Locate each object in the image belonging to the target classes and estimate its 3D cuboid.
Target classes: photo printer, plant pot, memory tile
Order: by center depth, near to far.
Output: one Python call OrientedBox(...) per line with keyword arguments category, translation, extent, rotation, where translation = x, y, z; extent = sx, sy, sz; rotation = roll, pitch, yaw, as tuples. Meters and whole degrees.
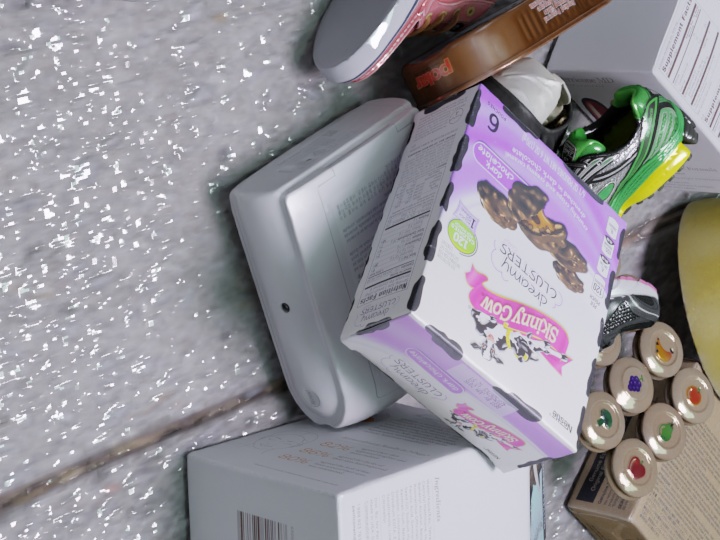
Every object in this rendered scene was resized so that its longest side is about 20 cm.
OrientedBox(category="photo printer", translation=(0.000, 0.000, 1.210), extent=(0.166, 0.069, 0.202), rotation=(-37, 121, -39))
OrientedBox(category="memory tile", translation=(0.215, 0.078, 1.435), extent=(0.153, 0.017, 0.201), rotation=(-42, 99, -34))
OrientedBox(category="plant pot", translation=(0.392, 0.018, 1.537), extent=(0.200, 0.141, 0.202), rotation=(31, 52, -50))

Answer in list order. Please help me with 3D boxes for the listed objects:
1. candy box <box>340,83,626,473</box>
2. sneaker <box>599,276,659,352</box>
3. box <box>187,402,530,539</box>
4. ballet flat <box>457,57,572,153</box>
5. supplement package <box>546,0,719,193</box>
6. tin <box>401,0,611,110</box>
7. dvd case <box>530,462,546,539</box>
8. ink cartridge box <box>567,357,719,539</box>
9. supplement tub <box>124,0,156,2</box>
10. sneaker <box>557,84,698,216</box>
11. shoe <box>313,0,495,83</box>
OrientedBox(category="candy box", translation=(0.090, 0.006, 1.153), extent=(0.167, 0.071, 0.201), rotation=(40, 50, -27))
OrientedBox(category="sneaker", translation=(0.152, 0.063, 1.347), extent=(0.198, 0.080, 0.087), rotation=(-11, 80, -22))
OrientedBox(category="box", translation=(0.002, 0.169, 1.180), extent=(0.199, 0.151, 0.108), rotation=(-11, 103, -45))
OrientedBox(category="ballet flat", translation=(0.121, -0.126, 1.286), extent=(0.069, 0.068, 0.200), rotation=(-50, 168, 11))
OrientedBox(category="supplement package", translation=(0.266, -0.163, 1.442), extent=(0.200, 0.113, 0.110), rotation=(38, 68, -42))
OrientedBox(category="tin", translation=(0.109, -0.177, 1.270), extent=(0.200, 0.112, 0.042), rotation=(-35, 95, -43))
OrientedBox(category="dvd case", translation=(0.116, 0.178, 1.344), extent=(0.200, 0.022, 0.148), rotation=(-31, 121, -69))
OrientedBox(category="ink cartridge box", translation=(0.290, 0.199, 1.552), extent=(0.200, 0.075, 0.166), rotation=(48, 61, -39))
OrientedBox(category="supplement tub", translation=(-0.125, -0.273, 0.983), extent=(0.140, 0.140, 0.201), rotation=(-43, 125, -34))
OrientedBox(category="sneaker", translation=(0.174, -0.068, 1.355), extent=(0.085, 0.078, 0.200), rotation=(35, 98, -36))
OrientedBox(category="shoe", translation=(0.044, -0.194, 1.227), extent=(0.091, 0.071, 0.201), rotation=(49, 58, -36))
